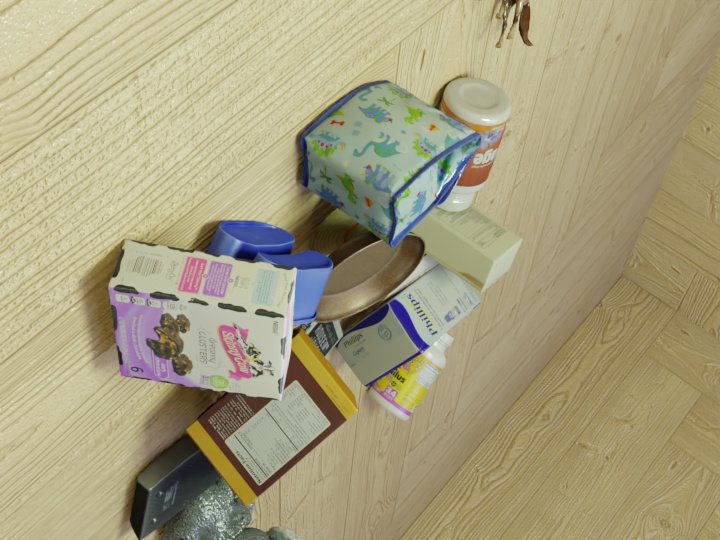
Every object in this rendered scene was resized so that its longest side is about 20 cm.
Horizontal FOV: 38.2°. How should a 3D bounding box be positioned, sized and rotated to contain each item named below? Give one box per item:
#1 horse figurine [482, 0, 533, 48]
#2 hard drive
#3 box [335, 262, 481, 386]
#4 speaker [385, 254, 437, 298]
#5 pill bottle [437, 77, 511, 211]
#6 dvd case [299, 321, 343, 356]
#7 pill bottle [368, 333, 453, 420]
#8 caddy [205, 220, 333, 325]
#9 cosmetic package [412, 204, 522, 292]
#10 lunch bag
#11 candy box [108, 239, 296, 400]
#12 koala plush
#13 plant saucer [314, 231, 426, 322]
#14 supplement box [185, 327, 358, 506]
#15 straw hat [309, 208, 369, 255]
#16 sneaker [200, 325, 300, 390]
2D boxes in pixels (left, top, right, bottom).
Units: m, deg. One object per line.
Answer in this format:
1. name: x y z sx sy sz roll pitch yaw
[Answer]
1. horse figurine: 0.226 -0.418 1.551 0.135 0.049 0.200 -69 154 -12
2. hard drive: -0.268 0.308 1.583 0.199 0.042 0.136 -34 151 -45
3. box: 0.083 0.091 1.847 0.199 0.106 0.183 -34 178 -43
4. speaker: 0.074 -0.021 1.790 0.199 0.081 0.082 -31 149 -46
5. pill bottle: 0.166 -0.198 1.677 0.112 0.111 0.202 -36 153 -40
6. dvd case: -0.106 0.149 1.728 0.201 0.025 0.151 -49 159 -15
7. pill bottle: 0.111 0.205 2.181 0.202 0.104 0.104 -55 159 -1
8. caddy: -0.125 0.013 1.317 0.199 0.140 0.106 -3 121 -64
9. cosmetic package: 0.159 -0.062 1.746 0.105 0.199 0.072 -31 150 -45
10. lunch bag: 0.041 -0.157 1.382 0.200 0.169 0.128 -46 158 -28
11. candy box: -0.176 0.060 1.184 0.169 0.196 0.072 98 1 -49
12. koala plush: -0.207 0.451 1.698 0.177 0.199 0.185 -44 161 -24
13. plant saucer: 0.000 0.000 1.463 0.198 0.037 0.201 -28 158 -12
14. supplement box: -0.121 0.200 1.475 0.199 0.133 0.197 -39 -179 -2
15. straw hat: 0.021 -0.048 1.548 0.199 0.086 0.202 -34 165 -11
16. sneaker: -0.161 0.099 1.482 0.199 0.075 0.091 -28 160 -45
